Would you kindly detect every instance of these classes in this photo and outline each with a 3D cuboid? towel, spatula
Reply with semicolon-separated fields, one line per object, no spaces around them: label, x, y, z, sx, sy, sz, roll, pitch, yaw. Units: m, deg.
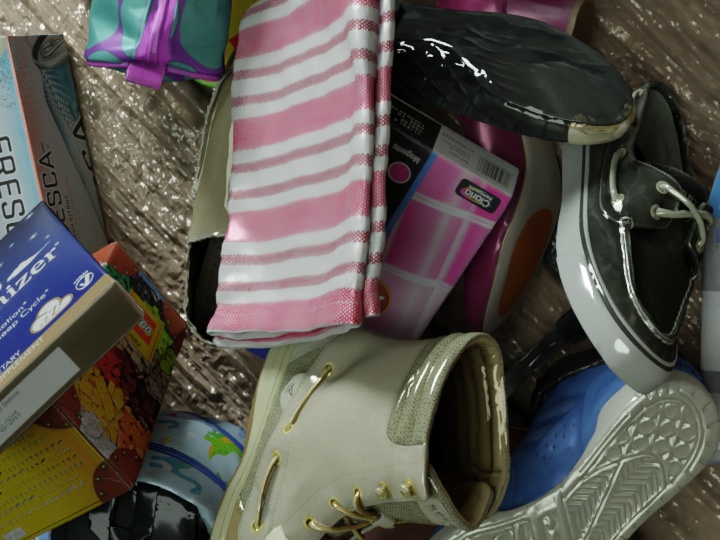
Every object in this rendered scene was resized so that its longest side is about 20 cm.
towel;-0.032;-0.063;0.825;0.146;0.030;0.203;-13;72;57
spatula;0.106;0.048;0.913;0.057;0.021;0.200;46;112;-2

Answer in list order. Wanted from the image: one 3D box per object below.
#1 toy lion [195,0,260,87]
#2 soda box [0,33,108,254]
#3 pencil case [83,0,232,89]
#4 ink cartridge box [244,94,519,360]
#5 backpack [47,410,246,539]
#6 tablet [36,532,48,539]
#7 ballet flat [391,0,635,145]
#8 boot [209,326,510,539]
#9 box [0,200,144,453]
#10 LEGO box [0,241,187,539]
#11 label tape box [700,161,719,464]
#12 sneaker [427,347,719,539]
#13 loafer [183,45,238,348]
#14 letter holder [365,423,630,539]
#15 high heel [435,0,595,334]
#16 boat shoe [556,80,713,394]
toy lion;-0.105;-0.220;0.952;0.190;0.069;0.203;17;105;14
soda box;-0.214;-0.049;1.021;0.063;0.068;0.203;-9;95;24
pencil case;-0.102;-0.207;0.879;0.084;0.092;0.203;8;102;-10
ink cartridge box;0.000;0.000;0.876;0.094;0.037;0.201;29;126;-4
backpack;-0.118;0.186;0.964;0.161;0.154;0.202;7;132;23
tablet;-0.127;0.208;1.053;0.198;0.014;0.132;-15;92;27
ballet flat;0.059;-0.104;0.841;0.198;0.067;0.057;21;142;30
boot;-0.001;0.125;0.800;0.154;0.072;0.203;1;76;50
box;-0.200;0.027;0.881;0.121;0.200;0.032;-44;118;-6
LEGO box;-0.213;0.092;0.930;0.199;0.150;0.077;-28;117;23
label tape box;0.252;0.003;0.816;0.142;0.063;0.203;3;100;24
sneaker;0.103;0.115;0.840;0.077;0.111;0.200;43;103;-8
loafer;-0.065;-0.039;0.941;0.075;0.068;0.202;10;111;2
letter holder;0.058;0.172;0.918;0.197;0.143;0.101;1;142;21
high heel;0.066;-0.070;0.891;0.095;0.067;0.203;19;109;28
boat shoe;0.142;-0.027;0.798;0.070;0.201;0.063;36;125;-27
